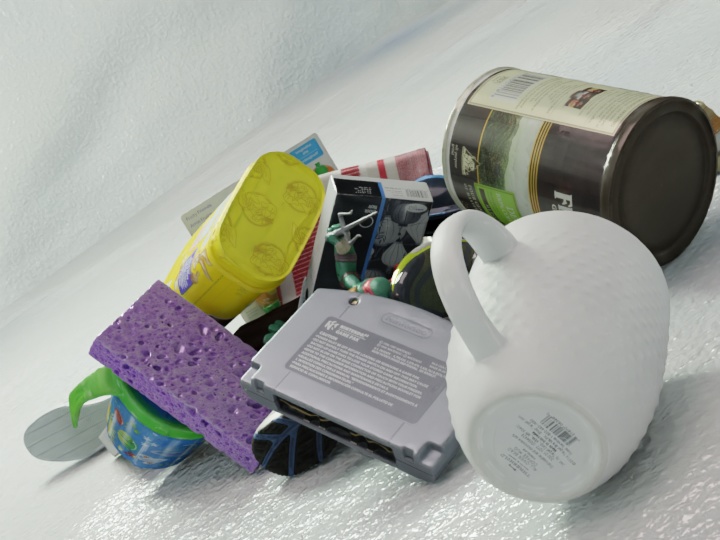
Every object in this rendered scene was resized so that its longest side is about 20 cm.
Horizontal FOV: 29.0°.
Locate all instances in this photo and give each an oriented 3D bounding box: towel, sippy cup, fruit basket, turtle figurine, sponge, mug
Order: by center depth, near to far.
[{"bbox_3d":[0.114,0.046,0.925,0.147,0.200,0.175,-29,19,29],"label":"mug"},{"bbox_3d":[-0.026,0.044,1.285,0.200,0.101,0.150,-48,12,44],"label":"turtle figurine"},{"bbox_3d":[-0.152,0.099,1.342,0.112,0.200,0.030,-46,-11,-48],"label":"sponge"},{"bbox_3d":[-0.198,0.133,1.415,0.130,0.177,0.140,-55,9,48],"label":"sippy cup"},{"bbox_3d":[-0.007,-0.042,1.529,0.199,0.145,0.023,-14,-7,7],"label":"towel"},{"bbox_3d":[-0.075,-0.024,1.581,0.185,0.200,0.094,-31,12,-3],"label":"fruit basket"}]

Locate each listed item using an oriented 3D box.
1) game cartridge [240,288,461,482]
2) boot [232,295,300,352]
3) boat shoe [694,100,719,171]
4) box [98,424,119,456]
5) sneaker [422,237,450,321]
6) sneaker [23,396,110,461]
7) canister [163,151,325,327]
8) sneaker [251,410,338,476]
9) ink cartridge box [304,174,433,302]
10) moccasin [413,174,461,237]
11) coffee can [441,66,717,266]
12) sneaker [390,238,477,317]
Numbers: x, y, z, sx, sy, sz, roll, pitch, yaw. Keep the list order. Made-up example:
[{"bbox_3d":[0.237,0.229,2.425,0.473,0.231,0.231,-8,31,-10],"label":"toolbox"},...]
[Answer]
[{"bbox_3d":[0.016,0.085,1.136,0.200,0.041,0.133,21,57,33],"label":"game cartridge"},{"bbox_3d":[-0.064,0.030,1.443,0.200,0.187,0.064,-26,41,3],"label":"boot"},{"bbox_3d":[0.298,-0.129,1.419,0.075,0.069,0.200,-39,15,-30],"label":"boat shoe"},{"bbox_3d":[-0.201,0.136,1.570,0.200,0.036,0.144,-34,-2,-17],"label":"box"},{"bbox_3d":[0.080,0.020,1.406,0.080,0.077,0.200,-54,9,16],"label":"sneaker"},{"bbox_3d":[-0.309,0.175,1.685,0.199,0.073,0.071,-20,6,7],"label":"sneaker"},{"bbox_3d":[-0.130,-0.017,1.437,0.200,0.086,0.149,-39,21,53],"label":"canister"},{"bbox_3d":[-0.008,0.106,1.234,0.200,0.076,0.077,-26,19,16],"label":"sneaker"},{"bbox_3d":[0.000,0.000,1.375,0.099,0.200,0.039,3,37,-15],"label":"ink cartridge box"},{"bbox_3d":[0.142,-0.045,1.386,0.199,0.081,0.068,2,50,16],"label":"moccasin"},{"bbox_3d":[0.192,-0.096,1.236,0.146,0.147,0.200,-38,36,-26],"label":"coffee can"},{"bbox_3d":[0.119,0.004,1.250,0.199,0.074,0.081,-16,14,-25],"label":"sneaker"}]
